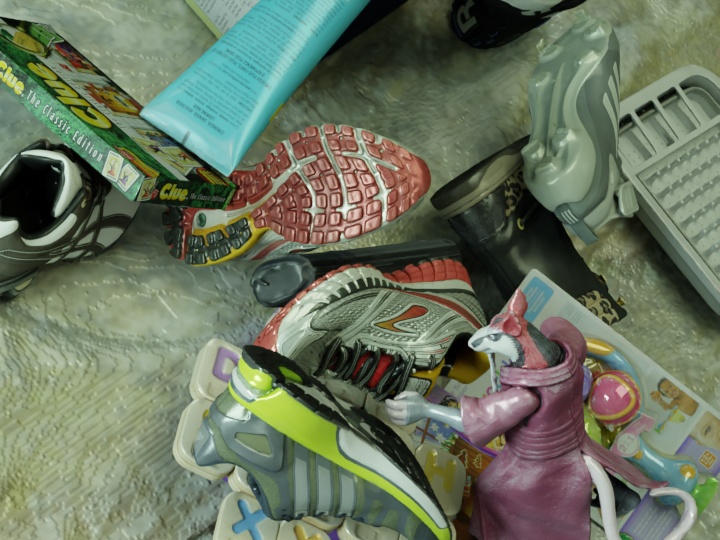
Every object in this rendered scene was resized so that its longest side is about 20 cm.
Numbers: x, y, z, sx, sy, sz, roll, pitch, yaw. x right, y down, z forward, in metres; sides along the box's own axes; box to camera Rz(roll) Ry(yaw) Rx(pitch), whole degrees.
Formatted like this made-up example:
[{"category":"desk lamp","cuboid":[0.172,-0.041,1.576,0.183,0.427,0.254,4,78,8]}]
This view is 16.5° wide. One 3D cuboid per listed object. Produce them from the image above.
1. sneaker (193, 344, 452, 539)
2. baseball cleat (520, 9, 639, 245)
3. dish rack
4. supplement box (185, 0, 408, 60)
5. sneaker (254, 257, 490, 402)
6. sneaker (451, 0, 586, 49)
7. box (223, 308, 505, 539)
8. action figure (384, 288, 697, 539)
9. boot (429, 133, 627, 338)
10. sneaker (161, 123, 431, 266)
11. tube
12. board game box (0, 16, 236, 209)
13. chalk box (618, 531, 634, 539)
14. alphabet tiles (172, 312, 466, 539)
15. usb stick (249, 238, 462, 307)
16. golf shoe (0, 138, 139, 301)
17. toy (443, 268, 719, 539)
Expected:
[{"category":"sneaker","cuboid":[-0.023,0.124,1.535,0.200,0.081,0.074,38,13,-28]},{"category":"baseball cleat","cuboid":[0.163,-0.097,1.807,0.107,0.070,0.200,53,37,-29]},{"category":"dish rack","cuboid":[0.276,-0.056,1.962,0.171,0.044,0.200,-30,79,-45]},{"category":"supplement box","cuboid":[-0.044,-0.277,1.813,0.200,0.134,0.200,49,55,5]},{"category":"sneaker","cuboid":[0.014,0.045,1.599,0.199,0.078,0.082,-9,61,-43]},{"category":"sneaker","cuboid":[0.102,-0.208,1.892,0.200,0.112,0.073,-6,69,-57]},{"category":"box","cuboid":[0.009,0.123,1.650,0.199,0.039,0.137,31,46,-12]},{"category":"action figure","cuboid":[0.114,0.102,1.561,0.149,0.201,0.134,26,54,35]},{"category":"boot","cuboid":[0.140,-0.022,1.822,0.151,0.073,0.200,59,28,1]},{"category":"sneaker","cuboid":[-0.035,-0.050,1.640,0.082,0.199,0.078,-1,84,-53]},{"category":"tube","cuboid":[-0.054,-0.153,1.652,0.077,0.050,0.200,32,68,24]},{"category":"board game box","cuboid":[-0.179,-0.106,1.625,0.200,0.024,0.105,40,21,26]},{"category":"chalk box","cuboid":[0.215,0.266,1.631,0.123,0.124,0.201,-17,71,-41]},{"category":"alphabet tiles","cuboid":[-0.023,0.123,1.589,0.199,0.015,0.196,27,47,-15]},{"category":"usb stick","cuboid":[0.000,0.000,1.690,0.200,0.055,0.033,-7,78,-55]},{"category":"golf shoe","cuboid":[-0.189,-0.048,1.598,0.078,0.095,0.200,44,44,2]},{"category":"toy","cuboid":[0.168,0.105,1.726,0.200,0.047,0.115,38,85,-12]}]
